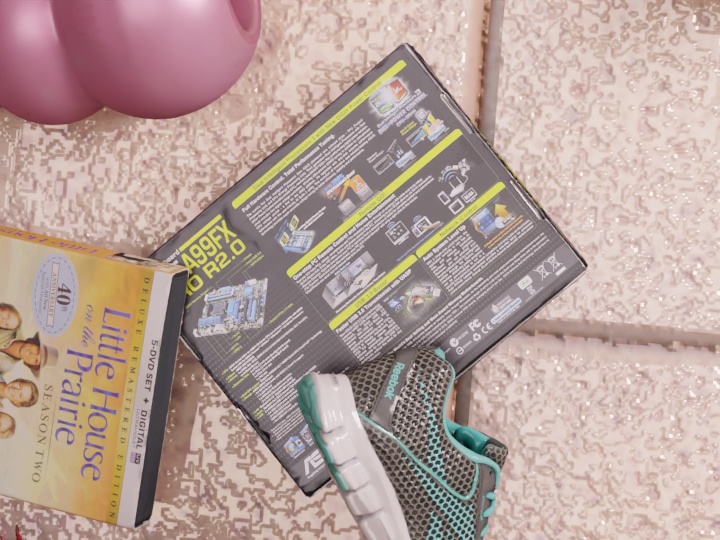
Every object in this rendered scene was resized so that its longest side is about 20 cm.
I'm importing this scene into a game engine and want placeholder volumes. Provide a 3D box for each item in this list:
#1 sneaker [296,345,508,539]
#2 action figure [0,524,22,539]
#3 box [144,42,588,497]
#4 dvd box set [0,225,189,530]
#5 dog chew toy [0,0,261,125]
[{"bbox_3d":[0.043,0.127,1.190,0.091,0.078,0.201,-27,116,-4],"label":"sneaker"},{"bbox_3d":[-0.208,0.182,1.248,0.200,0.052,0.065,44,122,-6],"label":"action figure"},{"bbox_3d":[0.000,0.000,1.228,0.200,0.044,0.160,-40,86,6],"label":"box"},{"bbox_3d":[-0.199,0.049,1.235,0.199,0.029,0.147,13,101,15],"label":"dvd box set"},{"bbox_3d":[-0.157,-0.134,1.209,0.199,0.124,0.125,-10,90,14],"label":"dog chew toy"}]
